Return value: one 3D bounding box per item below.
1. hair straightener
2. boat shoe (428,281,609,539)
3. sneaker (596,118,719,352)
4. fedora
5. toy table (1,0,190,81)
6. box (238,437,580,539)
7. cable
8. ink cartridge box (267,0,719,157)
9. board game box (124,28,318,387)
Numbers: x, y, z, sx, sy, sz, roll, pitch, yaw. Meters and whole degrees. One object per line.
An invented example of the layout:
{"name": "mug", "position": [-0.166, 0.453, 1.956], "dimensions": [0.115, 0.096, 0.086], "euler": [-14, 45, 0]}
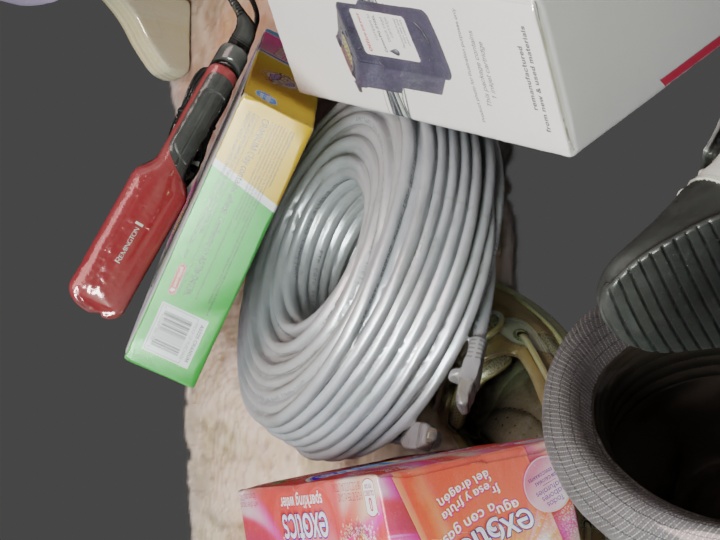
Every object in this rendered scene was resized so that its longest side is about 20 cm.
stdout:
{"name": "hair straightener", "position": [-0.108, -0.069, 1.132], "dimensions": [0.077, 0.041, 0.201], "euler": [-150, 84, -84]}
{"name": "boat shoe", "position": [0.076, 0.074, 0.981], "dimensions": [0.073, 0.063, 0.201], "euler": [-51, 48, 26]}
{"name": "sneaker", "position": [0.182, -0.039, 0.861], "dimensions": [0.199, 0.074, 0.089], "euler": [-30, 39, -1]}
{"name": "fedora", "position": [0.167, 0.091, 0.845], "dimensions": [0.200, 0.175, 0.091], "euler": [-114, 15, -59]}
{"name": "toy table", "position": [-0.153, -0.220, 1.242], "dimensions": [0.199, 0.117, 0.186], "euler": [4, 85, 47]}
{"name": "box", "position": [0.021, 0.141, 0.943], "dimensions": [0.200, 0.094, 0.104], "euler": [161, 99, -68]}
{"name": "cable", "position": [0.000, 0.000, 1.031], "dimensions": [0.200, 0.069, 0.202], "euler": [-25, 49, 58]}
{"name": "ink cartridge box", "position": [0.069, -0.140, 0.967], "dimensions": [0.199, 0.144, 0.085], "euler": [18, 135, 47]}
{"name": "board game box", "position": [-0.071, -0.041, 1.091], "dimensions": [0.200, 0.040, 0.154], "euler": [-87, 22, -73]}
